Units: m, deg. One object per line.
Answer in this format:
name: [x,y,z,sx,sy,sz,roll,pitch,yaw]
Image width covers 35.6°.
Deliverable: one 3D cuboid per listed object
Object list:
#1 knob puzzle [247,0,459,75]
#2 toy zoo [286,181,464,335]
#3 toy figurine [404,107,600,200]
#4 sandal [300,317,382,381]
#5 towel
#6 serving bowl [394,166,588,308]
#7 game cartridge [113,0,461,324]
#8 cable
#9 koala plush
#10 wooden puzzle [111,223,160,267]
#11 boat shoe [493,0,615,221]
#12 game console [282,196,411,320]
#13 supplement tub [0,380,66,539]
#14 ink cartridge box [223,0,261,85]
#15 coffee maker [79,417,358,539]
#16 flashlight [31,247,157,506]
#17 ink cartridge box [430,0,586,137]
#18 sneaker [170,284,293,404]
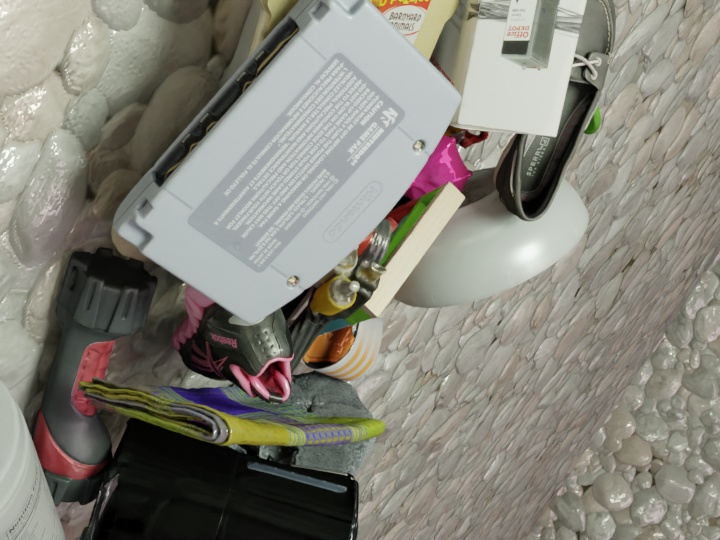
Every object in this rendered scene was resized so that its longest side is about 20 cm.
knob puzzle: [-0.001,-0.180,0.721,0.219,0.030,0.221,-37,148,-28]
toy zoo: [0.000,0.000,0.955,0.132,0.020,0.200,-53,-167,-24]
toy figurine: [0.093,-0.139,1.027,0.183,0.151,0.200,-35,-166,-1]
sandal: [-0.004,0.072,1.119,0.080,0.059,0.207,-61,161,0]
towel: [-0.088,0.102,0.811,0.199,0.143,0.023,13,87,-54]
serving bowl: [0.107,-0.046,1.042,0.200,0.199,0.066,-38,116,-30]
game cartridge: [-0.038,-0.065,0.686,0.200,0.041,0.133,-46,124,9]
cable: [-0.035,0.018,0.857,0.200,0.050,0.098,-41,-152,49]
koala plush: [-0.079,0.217,1.118,0.184,0.176,0.201,-42,153,-52]
wooden puzzle: [-0.065,-0.036,0.801,0.184,0.047,0.200,-25,170,1]
boat shoe: [0.164,-0.132,0.913,0.066,0.057,0.201,9,120,-16]
game console: [-0.027,-0.008,1.081,0.199,0.031,0.178,-14,139,-55]
supplement tub: [-0.268,0.162,0.733,0.132,0.132,0.201,-39,152,-28]
ink cartridge box: [-0.038,-0.135,0.828,0.199,0.067,0.118,-15,134,-55]
coffee maker: [-0.109,0.212,0.884,0.193,0.198,0.135,-77,-175,-50]
flashlight: [-0.198,0.082,0.830,0.067,0.068,0.201,-16,138,-52]
ink cartridge box: [0.112,-0.216,0.837,0.147,0.082,0.202,-106,-156,-67]
sneaker: [-0.086,0.062,0.827,0.079,0.096,0.200,-28,168,-15]
